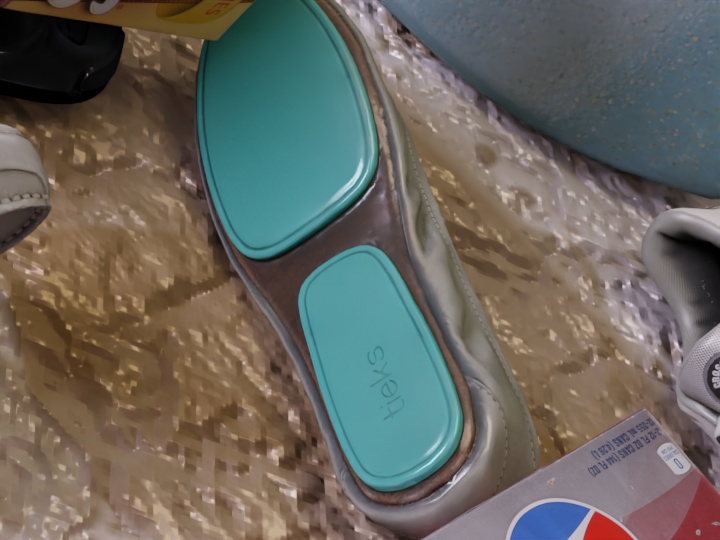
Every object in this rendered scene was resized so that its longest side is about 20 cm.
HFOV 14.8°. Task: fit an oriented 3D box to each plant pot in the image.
[{"bbox_3d":[0.123,-0.146,0.999,0.200,0.196,0.196,51,36,-2],"label":"plant pot"}]

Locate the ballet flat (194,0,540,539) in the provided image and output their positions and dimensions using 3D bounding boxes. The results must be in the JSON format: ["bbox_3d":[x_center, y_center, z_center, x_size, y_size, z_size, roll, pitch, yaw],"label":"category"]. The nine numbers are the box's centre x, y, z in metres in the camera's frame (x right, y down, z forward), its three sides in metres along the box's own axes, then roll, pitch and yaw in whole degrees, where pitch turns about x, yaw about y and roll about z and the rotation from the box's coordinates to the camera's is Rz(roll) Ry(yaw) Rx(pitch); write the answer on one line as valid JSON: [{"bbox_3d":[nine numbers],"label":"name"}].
[{"bbox_3d":[0.000,0.000,0.842,0.064,0.067,0.201,40,25,-53],"label":"ballet flat"}]

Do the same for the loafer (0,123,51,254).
[{"bbox_3d":[-0.144,0.019,0.677,0.070,0.070,0.200,52,44,7],"label":"loafer"}]

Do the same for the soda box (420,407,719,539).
[{"bbox_3d":[0.024,0.110,0.716,0.199,0.063,0.070,-25,69,-45],"label":"soda box"}]

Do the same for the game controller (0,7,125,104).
[{"bbox_3d":[-0.132,-0.133,0.879,0.104,0.042,0.201,6,46,-19],"label":"game controller"}]

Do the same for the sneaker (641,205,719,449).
[{"bbox_3d":[0.146,0.055,0.899,0.088,0.074,0.200,12,35,-34],"label":"sneaker"}]

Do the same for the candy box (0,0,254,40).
[{"bbox_3d":[-0.086,-0.129,0.765,0.199,0.117,0.057,3,52,-47],"label":"candy box"}]
